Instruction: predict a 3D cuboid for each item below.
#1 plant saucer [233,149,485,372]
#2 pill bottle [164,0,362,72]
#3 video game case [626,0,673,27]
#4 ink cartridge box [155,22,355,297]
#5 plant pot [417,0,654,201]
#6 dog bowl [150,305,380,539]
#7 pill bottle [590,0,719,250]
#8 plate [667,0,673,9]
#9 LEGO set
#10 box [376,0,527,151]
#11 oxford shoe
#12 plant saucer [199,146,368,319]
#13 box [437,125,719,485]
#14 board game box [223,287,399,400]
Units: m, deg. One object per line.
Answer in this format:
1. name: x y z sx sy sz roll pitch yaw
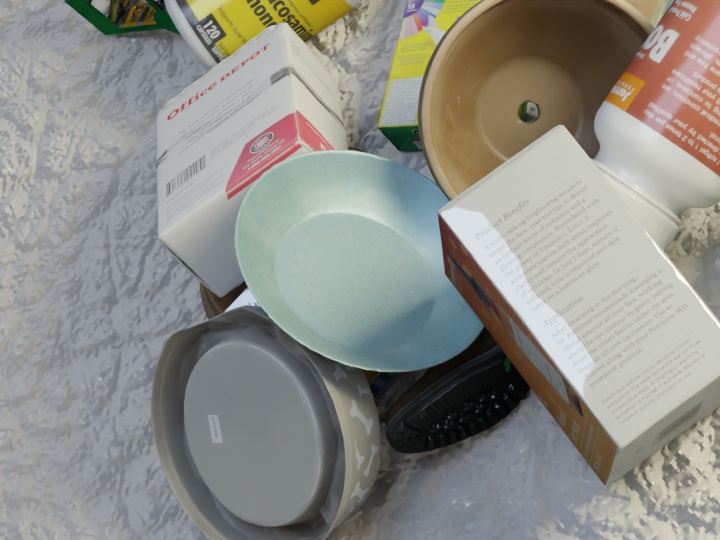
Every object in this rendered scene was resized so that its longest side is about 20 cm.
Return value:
1. plant saucer: 0.000 0.000 1.408 0.201 0.039 0.201 10 51 -13
2. pill bottle: -0.065 -0.257 1.673 0.200 0.112 0.112 -34 52 10
3. video game case: 0.280 -0.235 1.518 0.182 0.023 0.200 -14 57 23
4. ink cartridge box: -0.089 -0.094 1.552 0.146 0.085 0.200 -34 33 16
5. plant pot: 0.137 -0.121 1.462 0.201 0.201 0.093 -47 11 -1
6. dog bowl: -0.069 0.118 1.434 0.200 0.059 0.200 11 108 39
7. pill bottle: 0.240 -0.119 1.371 0.112 0.112 0.200 38 96 39
8. plate: 0.320 -0.198 1.445 0.200 0.026 0.200 -14 57 23
9. LEGO set: -0.225 -0.309 1.761 0.154 0.200 0.116 -6 57 51
10. box: 0.091 -0.198 1.592 0.117 0.048 0.200 0 66 30
11. oxford shoe: 0.091 0.060 1.431 0.200 0.073 0.084 -39 47 -10
12. plant saucer: -0.052 -0.021 1.585 0.200 0.029 0.200 -15 57 24
13. box: 0.153 0.028 1.308 0.106 0.152 0.200 -35 74 -5
14. board game box: -0.014 0.031 1.498 0.200 0.034 0.134 -47 65 0
